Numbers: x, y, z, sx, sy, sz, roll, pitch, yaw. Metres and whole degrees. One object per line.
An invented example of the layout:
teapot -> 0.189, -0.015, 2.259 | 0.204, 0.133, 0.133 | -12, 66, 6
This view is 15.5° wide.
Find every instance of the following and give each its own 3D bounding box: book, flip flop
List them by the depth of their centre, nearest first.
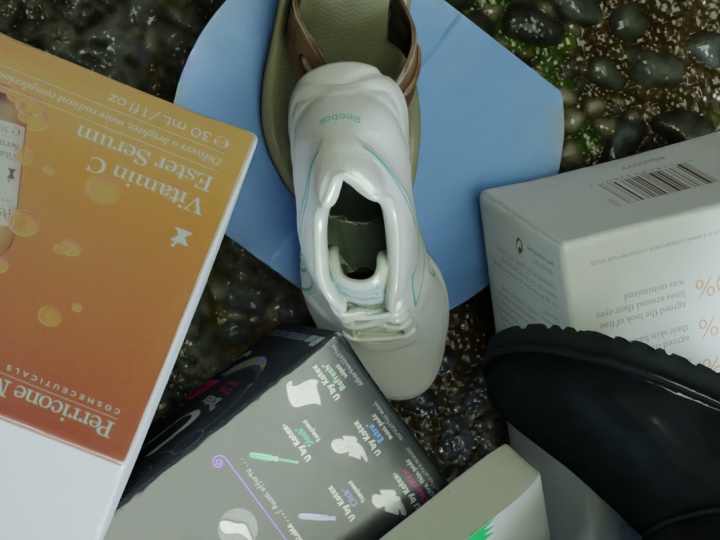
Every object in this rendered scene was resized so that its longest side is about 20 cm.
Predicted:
flip flop -> -0.001, -0.109, 1.254 | 0.081, 0.058, 0.201 | 0, 116, -13
book -> 0.038, 0.182, 1.282 | 0.133, 0.048, 0.200 | -37, 146, -16

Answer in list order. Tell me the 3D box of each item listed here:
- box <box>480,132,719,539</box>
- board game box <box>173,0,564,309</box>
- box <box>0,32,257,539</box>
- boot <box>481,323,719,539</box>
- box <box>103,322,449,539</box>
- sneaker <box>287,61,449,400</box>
box -> 0.157, 0.050, 1.314 | 0.152, 0.106, 0.201 | -13, 110, -16
board game box -> -0.001, -0.068, 1.324 | 0.200, 0.039, 0.158 | 36, 96, -18
box -> -0.153, 0.012, 1.186 | 0.152, 0.106, 0.200 | 21, 51, -3
boot -> 0.124, 0.126, 1.154 | 0.199, 0.076, 0.169 | 18, 69, 13
box -> -0.072, 0.126, 1.268 | 0.200, 0.122, 0.106 | -38, 100, -12
sneaker -> 0.000, 0.000, 1.256 | 0.070, 0.080, 0.201 | -7, 134, 7
